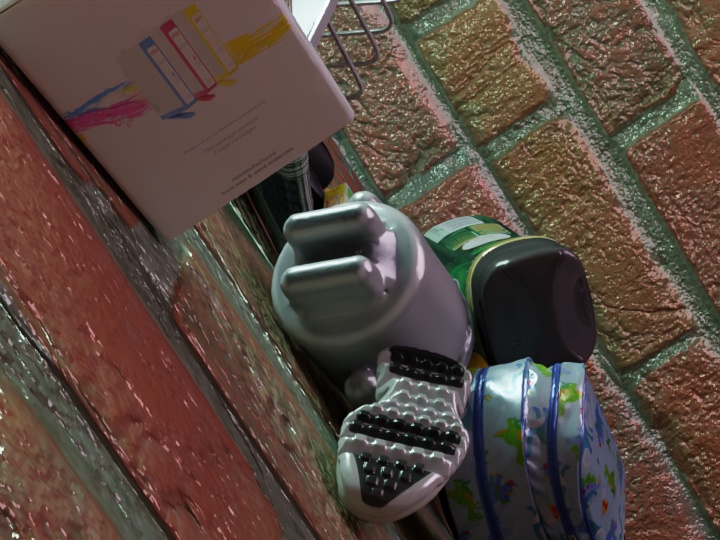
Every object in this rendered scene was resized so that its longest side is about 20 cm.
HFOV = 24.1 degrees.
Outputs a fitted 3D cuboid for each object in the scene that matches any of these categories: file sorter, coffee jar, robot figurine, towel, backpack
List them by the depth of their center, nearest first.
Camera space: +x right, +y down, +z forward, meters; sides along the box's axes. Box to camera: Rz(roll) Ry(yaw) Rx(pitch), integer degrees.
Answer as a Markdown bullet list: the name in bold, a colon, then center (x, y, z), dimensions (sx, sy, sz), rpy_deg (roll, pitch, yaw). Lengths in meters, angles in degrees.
- **backpack**: center (0.119, 0.151, 1.168), dimensions (0.200, 0.153, 0.164), rpy_deg (53, 35, -25)
- **robot figurine**: center (0.012, 0.028, 1.174), dimensions (0.200, 0.112, 0.171), rpy_deg (52, 38, -53)
- **coffee jar**: center (0.108, 0.020, 1.275), dimensions (0.200, 0.085, 0.105), rpy_deg (-148, -136, -75)
- **towel**: center (-0.074, -0.108, 1.321), dimensions (0.193, 0.034, 0.200), rpy_deg (83, -17, -46)
- **file sorter**: center (-0.054, -0.242, 1.649), dimensions (0.125, 0.138, 0.201), rpy_deg (60, 42, -42)

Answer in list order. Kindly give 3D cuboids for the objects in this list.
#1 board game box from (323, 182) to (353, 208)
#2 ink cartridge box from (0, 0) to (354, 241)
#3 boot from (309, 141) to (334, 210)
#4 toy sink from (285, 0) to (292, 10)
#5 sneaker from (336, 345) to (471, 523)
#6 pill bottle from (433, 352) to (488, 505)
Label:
- **board game box**: center (0.000, 0.000, 1.360), dimensions (0.096, 0.030, 0.200), rpy_deg (60, 9, -19)
- **ink cartridge box**: center (-0.115, -0.143, 0.876), dimensions (0.200, 0.125, 0.129), rpy_deg (53, 5, -44)
- **boot**: center (-0.052, -0.076, 1.526), dimensions (0.165, 0.066, 0.200), rpy_deg (43, 10, -40)
- **toy sink**: center (-0.122, -0.259, 1.433), dimensions (0.200, 0.111, 0.131), rpy_deg (38, 49, -79)
- **sneaker**: center (0.026, 0.114, 1.024), dimensions (0.075, 0.082, 0.200), rpy_deg (16, 18, 7)
- **pill bottle**: center (0.108, 0.106, 1.399), dimensions (0.112, 0.112, 0.200), rpy_deg (55, 31, -22)
